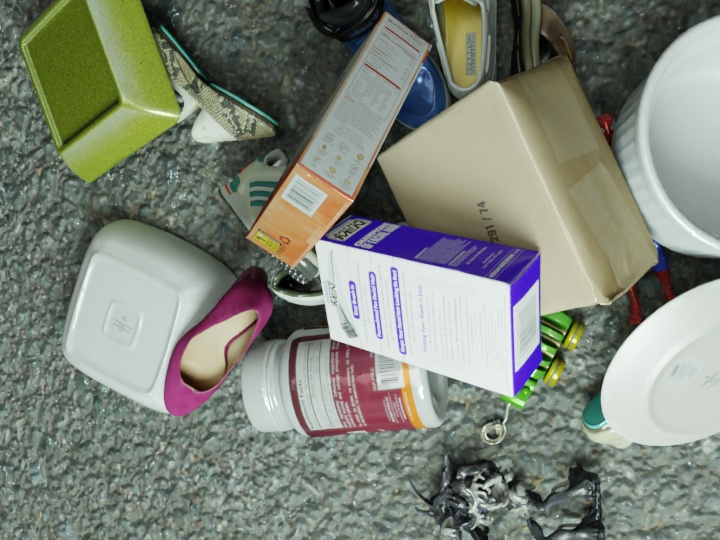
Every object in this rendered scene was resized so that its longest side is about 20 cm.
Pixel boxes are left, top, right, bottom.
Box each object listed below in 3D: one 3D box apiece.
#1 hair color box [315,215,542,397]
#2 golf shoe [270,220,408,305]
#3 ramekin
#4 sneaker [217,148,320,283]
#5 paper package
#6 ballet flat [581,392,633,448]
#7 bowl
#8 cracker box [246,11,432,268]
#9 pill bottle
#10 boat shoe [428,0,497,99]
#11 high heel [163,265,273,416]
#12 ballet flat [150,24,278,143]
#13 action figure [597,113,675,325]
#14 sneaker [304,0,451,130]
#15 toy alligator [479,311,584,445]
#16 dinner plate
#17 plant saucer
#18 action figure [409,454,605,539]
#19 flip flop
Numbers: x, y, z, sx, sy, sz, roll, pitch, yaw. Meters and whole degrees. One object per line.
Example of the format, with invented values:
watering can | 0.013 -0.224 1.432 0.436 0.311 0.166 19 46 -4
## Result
hair color box | 0.058 0.025 0.664 0.198 0.065 0.111 13 124 34
golf shoe | 0.000 0.000 0.778 0.198 0.097 0.079 -16 90 17
ramekin | 0.315 -0.105 0.642 0.197 0.098 0.204 0 85 -4
sneaker | -0.076 -0.068 0.766 0.093 0.070 0.200 -45 38 0
paper package | 0.135 -0.059 0.682 0.190 0.103 0.202 -23 92 55
ballet flat | 0.300 0.100 0.720 0.070 0.069 0.200 47 108 7
bowl | -0.258 0.056 0.874 0.198 0.075 0.202 24 101 15
cracker box | -0.019 -0.116 0.671 0.057 0.201 0.134 32 146 -10
pill bottle | -0.016 0.113 0.784 0.197 0.114 0.116 -8 93 17
boat shoe | 0.093 -0.269 0.726 0.074 0.086 0.205 -2 96 17
high heel | -0.157 0.089 0.782 0.067 0.096 0.201 26 107 -14
ballet flat | -0.178 -0.187 0.825 0.200 0.068 0.076 41 92 14
action figure | 0.260 -0.052 0.720 0.065 0.052 0.203 -16 88 21
sneaker | 0.013 -0.225 0.740 0.076 0.111 0.202 -30 87 22
toy alligator | 0.170 0.099 0.757 0.059 0.054 0.202 28 103 13
dinner plate | 0.310 0.091 0.667 0.197 0.024 0.202 -6 125 -9
plant saucer | -0.307 -0.223 0.840 0.199 0.048 0.202 -21 89 37
action figure | 0.143 0.247 0.758 0.197 0.102 0.121 -6 106 16
flip flop | 0.176 -0.221 0.719 0.057 0.081 0.203 -3 90 2
